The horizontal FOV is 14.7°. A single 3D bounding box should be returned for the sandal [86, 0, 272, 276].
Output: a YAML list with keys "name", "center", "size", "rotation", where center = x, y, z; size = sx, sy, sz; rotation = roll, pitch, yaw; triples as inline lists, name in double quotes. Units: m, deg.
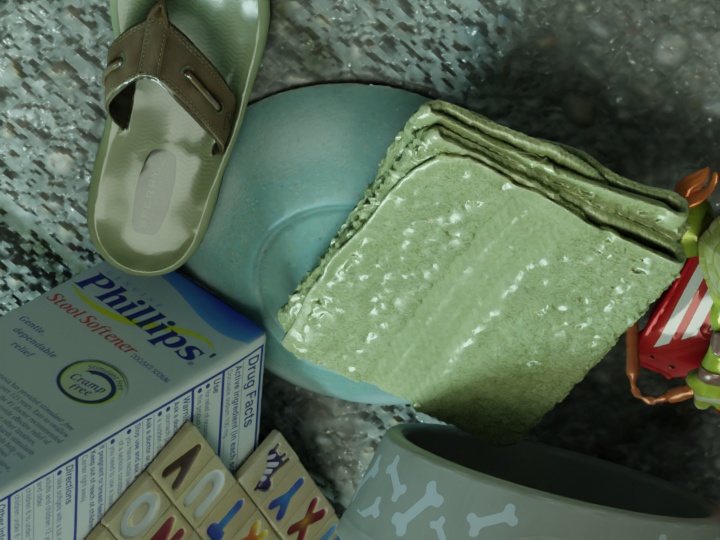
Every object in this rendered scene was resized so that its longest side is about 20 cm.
- name: "sandal"
  center: [-0.090, -0.083, 1.335]
  size: [0.080, 0.057, 0.201]
  rotation: [10, 114, 4]

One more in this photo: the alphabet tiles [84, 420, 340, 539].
- name: "alphabet tiles"
  center: [-0.086, 0.159, 1.431]
  size: [0.008, 0.167, 0.200]
  rotation: [33, 165, 31]

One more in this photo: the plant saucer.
- name: "plant saucer"
  center: [0.000, 0.000, 1.400]
  size: [0.201, 0.039, 0.201]
  rotation: [6, 127, 8]

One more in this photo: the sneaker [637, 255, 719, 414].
- name: "sneaker"
  center: [0.198, 0.063, 1.396]
  size: [0.115, 0.078, 0.200]
  rotation: [4, 115, 20]

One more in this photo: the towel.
- name: "towel"
  center: [0.057, 0.004, 1.327]
  size: [0.148, 0.037, 0.200]
  rotation: [25, 137, -9]

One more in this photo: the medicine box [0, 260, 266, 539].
- name: "medicine box"
  center: [-0.153, 0.117, 1.406]
  size: [0.103, 0.200, 0.182]
  rotation: [32, 135, 30]

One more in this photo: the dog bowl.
- name: "dog bowl"
  center: [0.091, 0.126, 1.388]
  size: [0.200, 0.200, 0.059]
  rotation: [14, 94, 1]

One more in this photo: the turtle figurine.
- name: "turtle figurine"
  center: [0.203, -0.011, 1.287]
  size: [0.161, 0.064, 0.200]
  rotation: [21, 105, 20]
